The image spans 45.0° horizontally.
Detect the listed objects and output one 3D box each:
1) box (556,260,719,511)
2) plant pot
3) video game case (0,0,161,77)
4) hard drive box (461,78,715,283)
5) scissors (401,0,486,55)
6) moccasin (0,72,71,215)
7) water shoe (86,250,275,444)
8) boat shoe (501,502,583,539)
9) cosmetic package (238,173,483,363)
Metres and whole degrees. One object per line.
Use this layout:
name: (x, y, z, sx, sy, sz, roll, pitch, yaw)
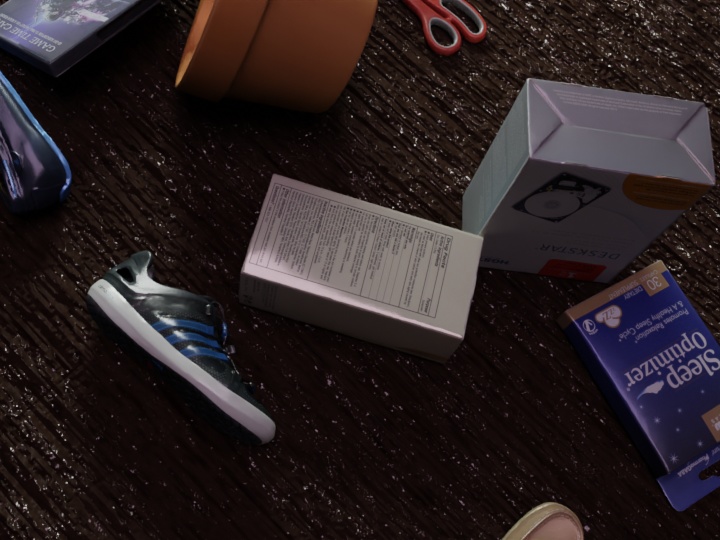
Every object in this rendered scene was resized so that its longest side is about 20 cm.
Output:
box: (0.283, 0.102, 0.798, 0.120, 0.032, 0.202, -24, 74, -19)
plant pot: (-0.073, -0.236, 0.803, 0.138, 0.200, 0.203, 21, 64, -18)
video game case: (-0.255, -0.268, 0.835, 0.142, 0.019, 0.200, 28, 63, 34)
hard drive box: (0.187, -0.070, 0.761, 0.153, 0.200, 0.078, 7, 66, -6)
scissors: (0.051, -0.307, 0.943, 0.073, 0.014, 0.200, -41, 78, -20)
moccasin: (-0.336, -0.135, 0.762, 0.200, 0.081, 0.068, 45, 56, 11)
water shoe: (-0.136, 0.059, 0.722, 0.199, 0.072, 0.079, 39, 64, 7)
boat shoe: (0.123, 0.269, 0.680, 0.071, 0.065, 0.201, 35, 66, 6)
cosmetic package: (0.000, 0.000, 0.769, 0.197, 0.071, 0.106, 18, 65, -2)
